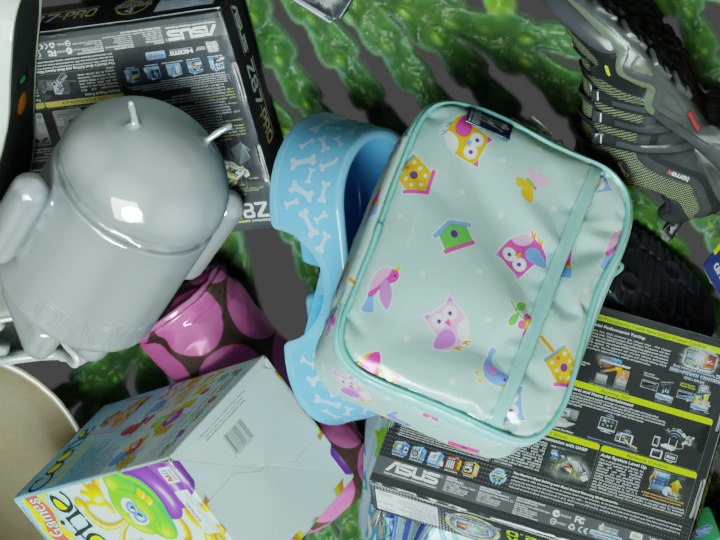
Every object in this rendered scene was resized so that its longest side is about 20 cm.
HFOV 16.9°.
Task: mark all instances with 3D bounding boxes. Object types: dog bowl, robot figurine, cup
[{"bbox_3d":[0.000,0.000,1.540,0.049,0.111,0.201,2,102,36],"label":"dog bowl"},{"bbox_3d":[-0.155,-0.029,1.527,0.169,0.113,0.200,0,138,-39],"label":"robot figurine"},{"bbox_3d":[-0.295,0.165,1.704,0.200,0.201,0.143,35,162,-10],"label":"cup"}]

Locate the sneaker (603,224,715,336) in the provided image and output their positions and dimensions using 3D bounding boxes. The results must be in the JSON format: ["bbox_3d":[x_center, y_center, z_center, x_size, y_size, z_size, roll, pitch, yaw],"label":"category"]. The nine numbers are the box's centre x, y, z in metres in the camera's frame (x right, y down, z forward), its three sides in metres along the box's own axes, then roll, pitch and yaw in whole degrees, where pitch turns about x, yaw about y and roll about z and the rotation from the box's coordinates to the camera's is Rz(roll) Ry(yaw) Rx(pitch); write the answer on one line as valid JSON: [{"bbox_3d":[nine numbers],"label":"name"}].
[{"bbox_3d":[0.132,0.001,1.573,0.199,0.070,0.082,31,140,-4],"label":"sneaker"}]

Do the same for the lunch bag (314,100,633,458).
[{"bbox_3d":[0.074,0.003,1.467,0.160,0.201,0.077,24,162,-5],"label":"lunch bag"}]

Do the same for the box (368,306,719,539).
[{"bbox_3d":[0.123,0.097,1.506,0.199,0.161,0.044,15,154,11],"label":"box"}]

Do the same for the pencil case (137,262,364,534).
[{"bbox_3d":[-0.076,0.090,1.659,0.200,0.091,0.094,55,153,-19],"label":"pencil case"}]

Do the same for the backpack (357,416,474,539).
[{"bbox_3d":[0.093,0.154,1.608,0.182,0.147,0.201,-4,113,-9],"label":"backpack"}]

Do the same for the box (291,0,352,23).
[{"bbox_3d":[-0.051,-0.272,1.359,0.199,0.197,0.124,30,122,-6],"label":"box"}]

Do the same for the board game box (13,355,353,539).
[{"bbox_3d":[-0.118,0.143,1.590,0.200,0.105,0.103,-18,113,52],"label":"board game box"}]

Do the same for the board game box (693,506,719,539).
[{"bbox_3d":[0.181,0.237,1.572,0.134,0.029,0.200,-18,138,3],"label":"board game box"}]

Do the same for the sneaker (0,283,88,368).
[{"bbox_3d":[-0.259,0.028,1.651,0.199,0.089,0.076,6,126,22],"label":"sneaker"}]

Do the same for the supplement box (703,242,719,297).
[{"bbox_3d":[0.316,-0.025,1.457,0.109,0.109,0.200,12,128,-31],"label":"supplement box"}]

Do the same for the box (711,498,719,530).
[{"bbox_3d":[0.299,0.251,1.676,0.200,0.075,0.100,37,122,-8],"label":"box"}]

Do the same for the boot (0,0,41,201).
[{"bbox_3d":[-0.283,-0.105,1.543,0.143,0.072,0.201,13,114,9],"label":"boot"}]

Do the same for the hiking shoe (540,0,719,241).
[{"bbox_3d":[0.160,-0.100,1.488,0.100,0.076,0.200,-35,109,25],"label":"hiking shoe"}]

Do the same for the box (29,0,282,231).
[{"bbox_3d":[-0.156,-0.096,1.582,0.199,0.049,0.162,-6,118,17],"label":"box"}]
